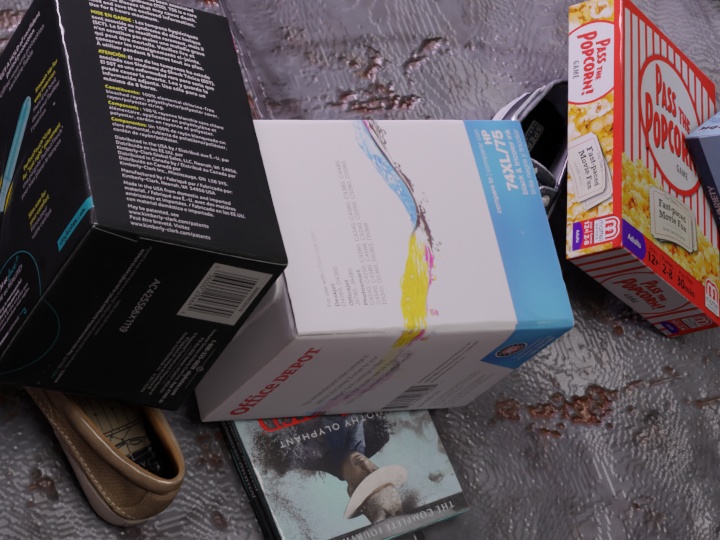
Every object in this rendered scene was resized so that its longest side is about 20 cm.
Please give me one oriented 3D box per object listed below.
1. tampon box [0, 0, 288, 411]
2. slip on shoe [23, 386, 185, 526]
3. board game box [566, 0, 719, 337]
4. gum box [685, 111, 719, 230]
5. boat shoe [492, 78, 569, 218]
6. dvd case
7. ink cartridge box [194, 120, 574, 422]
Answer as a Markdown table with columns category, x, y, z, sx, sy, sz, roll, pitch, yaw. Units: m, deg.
| category | x | y | z | sx | sy | sz | roll | pitch | yaw |
| --- | --- | --- | --- | --- | --- | --- | --- | --- | --- |
| tampon box | -0.146 | -0.045 | 1.443 | 0.126 | 0.150 | 0.200 | 12 | 45 | -30 |
| slip on shoe | -0.172 | 0.060 | 1.483 | 0.076 | 0.061 | 0.200 | -24 | 82 | -35 |
| board game box | 0.201 | -0.073 | 1.727 | 0.151 | 0.046 | 0.200 | 34 | 51 | -49 |
| gum box | 0.339 | -0.066 | 1.804 | 0.200 | 0.045 | 0.170 | -34 | 110 | -37 |
| boat shoe | 0.105 | -0.054 | 1.688 | 0.072 | 0.068 | 0.200 | 38 | 55 | -10 |
| dvd case | -0.026 | 0.085 | 1.580 | 0.146 | 0.022 | 0.200 | -15 | 77 | -34 |
| ink cartridge box | 0.000 | 0.000 | 1.530 | 0.200 | 0.147 | 0.146 | -2 | 68 | -30 |
